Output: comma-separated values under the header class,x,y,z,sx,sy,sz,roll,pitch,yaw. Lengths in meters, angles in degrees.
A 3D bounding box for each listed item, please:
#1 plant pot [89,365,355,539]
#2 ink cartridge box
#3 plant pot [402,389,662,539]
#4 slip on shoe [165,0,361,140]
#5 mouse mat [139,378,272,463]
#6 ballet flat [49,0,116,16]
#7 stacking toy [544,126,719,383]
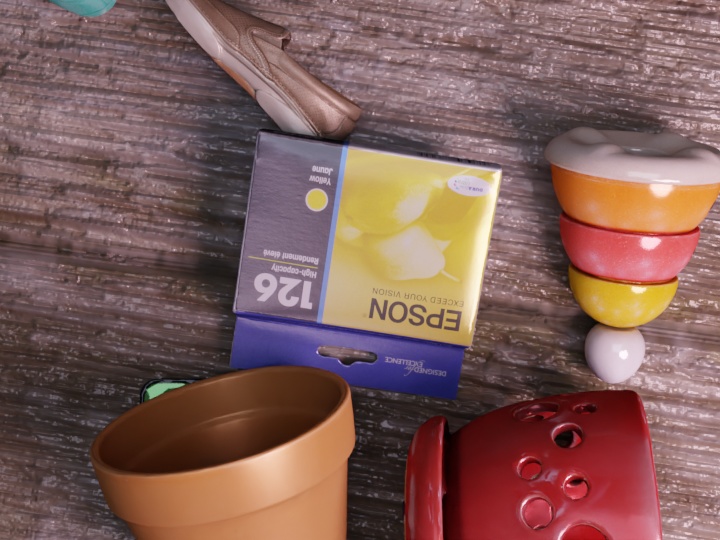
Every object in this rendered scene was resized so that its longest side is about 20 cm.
class,x,y,z,sx,sy,sz,roll,pitch,yaw
plant pot,-0.091,0.174,0.885,0.198,0.200,0.141,-12,103,1
ink cartridge box,0.000,0.000,0.934,0.196,0.047,0.202,8,99,-2
plant pot,0.128,0.192,0.875,0.181,0.200,0.203,-2,87,8
slip on shoe,-0.082,-0.178,0.954,0.061,0.076,0.200,-42,90,7
mouse mat,-0.109,0.192,0.973,0.159,0.008,0.202,1,86,2
ballet flat,-0.290,-0.284,0.969,0.199,0.070,0.068,33,89,3
stacking toy,0.211,-0.008,0.933,0.145,0.146,0.202,4,107,2
